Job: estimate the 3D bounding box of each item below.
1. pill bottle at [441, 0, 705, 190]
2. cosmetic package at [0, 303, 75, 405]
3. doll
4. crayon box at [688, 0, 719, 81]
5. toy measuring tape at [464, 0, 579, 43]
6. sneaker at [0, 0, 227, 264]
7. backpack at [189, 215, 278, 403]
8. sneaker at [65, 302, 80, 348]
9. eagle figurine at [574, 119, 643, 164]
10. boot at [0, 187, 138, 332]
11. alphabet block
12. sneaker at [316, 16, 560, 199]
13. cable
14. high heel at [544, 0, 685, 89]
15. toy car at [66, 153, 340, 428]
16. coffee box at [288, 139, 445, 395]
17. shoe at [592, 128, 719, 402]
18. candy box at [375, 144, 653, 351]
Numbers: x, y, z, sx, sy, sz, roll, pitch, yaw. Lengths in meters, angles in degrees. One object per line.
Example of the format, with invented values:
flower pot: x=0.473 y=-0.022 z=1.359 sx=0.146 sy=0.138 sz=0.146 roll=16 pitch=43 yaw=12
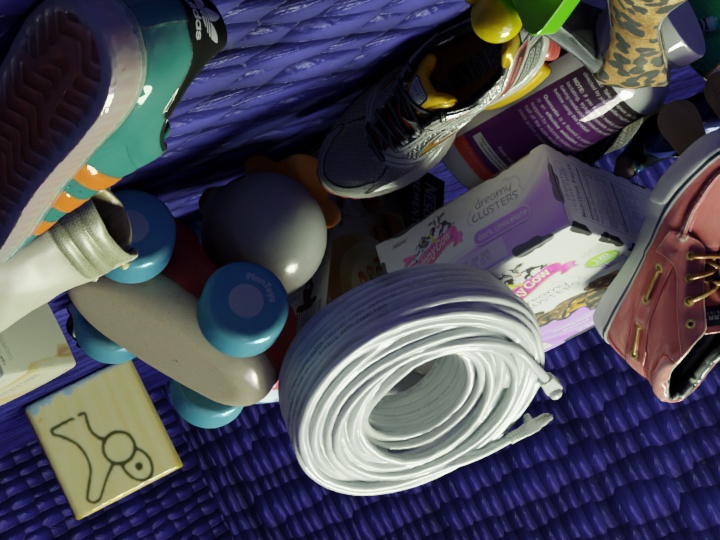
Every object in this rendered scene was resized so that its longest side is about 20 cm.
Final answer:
pill bottle: x=0.148 y=-0.143 z=1.107 sx=0.199 sy=0.113 sz=0.112 roll=-28 pitch=177 yaw=28
cosmetic package: x=-0.311 y=0.072 z=1.205 sx=0.105 sy=0.071 sz=0.200 roll=-27 pitch=177 yaw=5
doll: x=0.253 y=-0.114 z=1.158 sx=0.136 sy=0.049 sz=0.200 roll=-32 pitch=180 yaw=1
crayon box: x=0.324 y=-0.230 z=1.148 sx=0.200 sy=0.058 sz=0.119 roll=-44 pitch=169 yaw=15
toy measuring tape: x=0.106 y=-0.190 z=0.675 sx=0.200 sy=0.074 sz=0.073 roll=-53 pitch=165 yaw=25
sneaker: x=-0.127 y=-0.056 z=0.647 sx=0.080 sy=0.072 sz=0.200 roll=-17 pitch=170 yaw=-44
backpack: x=-0.068 y=0.011 z=1.331 sx=0.199 sy=0.183 sz=0.147 roll=-18 pitch=149 yaw=-48
sneaker: x=-0.245 y=0.044 z=1.477 sx=0.087 sy=0.076 sz=0.200 roll=-11 pitch=172 yaw=-6
eagle figurine: x=0.187 y=-0.143 z=1.231 sx=0.199 sy=0.152 sz=0.151 roll=-35 pitch=134 yaw=20
boot: x=-0.212 y=0.002 z=0.932 sx=0.154 sy=0.072 sz=0.200 roll=-29 pitch=177 yaw=-4
alphabet block: x=-0.424 y=0.278 z=2.465 sx=0.194 sy=0.201 sz=0.196 roll=-25 pitch=177 yaw=-12
sneaker: x=0.042 y=-0.122 z=1.049 sx=0.200 sy=0.078 sz=0.082 roll=-38 pitch=168 yaw=24
cable: x=0.037 y=0.078 z=1.083 sx=0.199 sy=0.069 sz=0.200 roll=-27 pitch=140 yaw=-2
high heel: x=0.202 y=-0.170 z=0.934 sx=0.142 sy=0.072 sz=0.199 roll=23 pitch=158 yaw=-33
toy car: x=-0.101 y=-0.018 z=1.115 sx=0.201 sy=0.176 sz=0.185 roll=-56 pitch=178 yaw=-29
coffee box: x=0.000 y=0.000 z=1.215 sx=0.114 sy=0.201 sz=0.080 roll=28 pitch=138 yaw=-28
shoe: x=0.243 y=0.001 z=1.081 sx=0.071 sy=0.091 sz=0.201 roll=-8 pitch=136 yaw=-34
candy box: x=0.140 y=-0.009 z=1.170 sx=0.167 sy=0.072 sz=0.199 roll=-31 pitch=152 yaw=32
